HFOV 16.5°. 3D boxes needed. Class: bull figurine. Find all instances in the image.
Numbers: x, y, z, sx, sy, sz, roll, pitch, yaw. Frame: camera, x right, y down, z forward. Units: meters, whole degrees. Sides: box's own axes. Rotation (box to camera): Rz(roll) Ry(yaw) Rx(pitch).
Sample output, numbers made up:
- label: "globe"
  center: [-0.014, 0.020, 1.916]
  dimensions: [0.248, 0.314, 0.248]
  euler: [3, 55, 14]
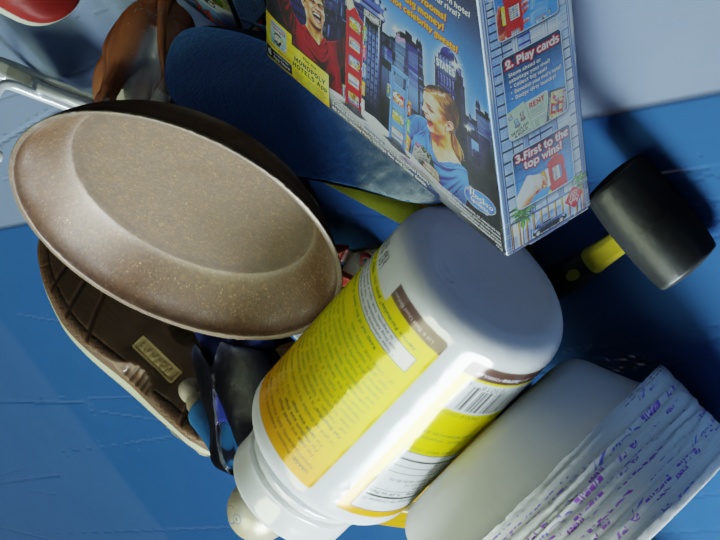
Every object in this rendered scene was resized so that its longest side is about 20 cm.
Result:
- label: "bull figurine"
  center: [-0.132, -0.093, 1.505]
  dimensions: [0.065, 0.122, 0.200]
  euler: [14, 160, 3]

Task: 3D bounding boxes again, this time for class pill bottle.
- label: "pill bottle"
  center: [0.014, 0.064, 1.369]
  dimensions: [0.109, 0.109, 0.200]
  euler: [45, 123, 4]

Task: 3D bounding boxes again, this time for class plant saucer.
- label: "plant saucer"
  center: [-0.099, -0.035, 1.391]
  dimensions: [0.199, 0.037, 0.201]
  euler: [15, 147, 10]

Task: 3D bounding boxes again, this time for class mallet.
- label: "mallet"
  center: [0.135, 0.000, 1.343]
  dimensions: [0.066, 0.041, 0.200]
  euler: [47, 160, 7]

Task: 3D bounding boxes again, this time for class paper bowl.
- label: "paper bowl"
  center: [0.104, 0.129, 1.383]
  dimensions: [0.104, 0.201, 0.201]
  euler: [46, 155, 5]

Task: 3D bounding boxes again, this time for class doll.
- label: "doll"
  center: [-0.076, 0.064, 1.501]
  dimensions: [0.136, 0.048, 0.201]
  euler: [-15, 88, 54]

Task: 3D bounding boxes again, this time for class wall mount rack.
- label: "wall mount rack"
  center: [-0.197, -0.085, 1.679]
  dimensions: [0.173, 0.075, 0.200]
  euler: [23, -178, -29]

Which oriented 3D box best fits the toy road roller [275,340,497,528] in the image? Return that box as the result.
- label: "toy road roller"
  center: [0.032, 0.084, 1.564]
  dimensions: [0.199, 0.147, 0.123]
  euler: [13, 161, -17]

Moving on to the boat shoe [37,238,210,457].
- label: "boat shoe"
  center: [-0.141, 0.049, 1.635]
  dimensions: [0.203, 0.075, 0.075]
  euler: [52, 173, 20]

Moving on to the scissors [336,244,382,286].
- label: "scissors"
  center: [0.000, 0.000, 1.479]
  dimensions: [0.199, 0.014, 0.074]
  euler: [2, 118, 36]

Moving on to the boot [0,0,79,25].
- label: "boot"
  center: [-0.206, -0.208, 1.411]
  dimensions: [0.144, 0.072, 0.200]
  euler: [27, 158, 54]

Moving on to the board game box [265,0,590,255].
- label: "board game box"
  center: [0.034, -0.144, 1.234]
  dimensions: [0.200, 0.062, 0.201]
  euler: [42, 147, 32]

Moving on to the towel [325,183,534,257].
- label: "towel"
  center: [0.019, -0.063, 1.455]
  dimensions: [0.200, 0.018, 0.086]
  euler: [29, 146, 34]

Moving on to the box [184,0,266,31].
- label: "box"
  center: [-0.136, -0.221, 1.398]
  dimensions: [0.200, 0.038, 0.137]
  euler: [38, 170, 18]

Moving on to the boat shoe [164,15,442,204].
- label: "boat shoe"
  center: [-0.016, -0.080, 1.383]
  dimensions: [0.199, 0.069, 0.085]
  euler: [28, 111, 20]

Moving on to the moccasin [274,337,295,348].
- label: "moccasin"
  center: [-0.094, 0.067, 1.743]
  dimensions: [0.200, 0.068, 0.081]
  euler: [20, 137, 61]

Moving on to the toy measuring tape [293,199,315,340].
- label: "toy measuring tape"
  center: [-0.044, -0.008, 1.596]
  dimensions: [0.073, 0.074, 0.200]
  euler: [27, 165, 36]
